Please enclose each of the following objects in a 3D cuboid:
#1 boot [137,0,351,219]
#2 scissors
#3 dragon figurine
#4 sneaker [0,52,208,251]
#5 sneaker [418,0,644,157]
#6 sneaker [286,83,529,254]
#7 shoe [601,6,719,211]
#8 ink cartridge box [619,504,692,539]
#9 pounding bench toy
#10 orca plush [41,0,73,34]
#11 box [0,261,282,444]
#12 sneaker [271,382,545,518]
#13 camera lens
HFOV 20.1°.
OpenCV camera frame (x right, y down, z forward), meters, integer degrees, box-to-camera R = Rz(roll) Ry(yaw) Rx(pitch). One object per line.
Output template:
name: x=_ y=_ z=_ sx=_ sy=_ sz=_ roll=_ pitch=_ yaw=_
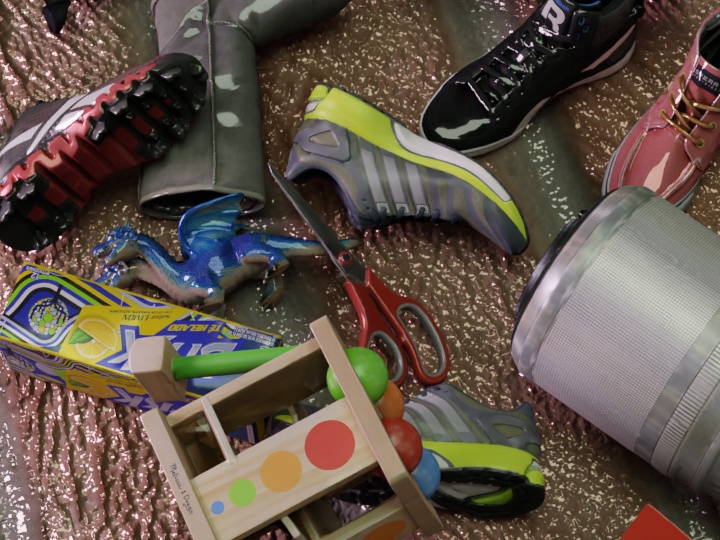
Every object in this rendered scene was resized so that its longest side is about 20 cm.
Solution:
boot: x=-0.086 y=-0.141 z=1.567 sx=0.181 sy=0.073 sz=0.201 roll=-10 pitch=56 yaw=10
scissors: x=0.000 y=0.000 z=1.499 sx=0.073 sy=0.014 sz=0.201 roll=-20 pitch=77 yaw=-25
dragon figurine: x=-0.102 y=-0.018 z=1.510 sx=0.199 sy=0.059 sz=0.100 roll=-26 pitch=67 yaw=-12
sneaker: x=-0.205 y=-0.105 z=1.527 sx=0.200 sy=0.071 sz=0.098 roll=-39 pitch=42 yaw=6
sneaker: x=0.129 y=-0.171 z=1.561 sx=0.199 sy=0.112 sz=0.073 roll=-32 pitch=67 yaw=-16
sneaker: x=0.034 y=-0.058 z=1.523 sx=0.199 sy=0.074 sz=0.081 roll=29 pitch=82 yaw=10
shoe: x=0.251 y=-0.122 z=1.548 sx=0.071 sy=0.091 sz=0.200 roll=32 pitch=67 yaw=15
ink cartridge box: x=0.181 y=0.279 z=1.315 sx=0.160 sy=0.047 sz=0.200 roll=40 pitch=104 yaw=19
pounding bench toy: x=-0.051 y=0.099 z=1.343 sx=0.155 sy=0.124 sz=0.201 roll=-29 pitch=63 yaw=1
orca plush: x=-0.184 y=-0.262 z=1.647 sx=0.200 sy=0.071 sz=0.105 roll=-47 pitch=117 yaw=-16
box: x=-0.157 y=0.060 z=1.464 sx=0.199 sy=0.070 sz=0.065 roll=15 pitch=67 yaw=7
sneaker: x=0.035 y=0.121 z=1.445 sx=0.199 sy=0.074 sz=0.081 roll=10 pitch=49 yaw=2
camera lens: x=0.218 y=0.049 z=1.423 sx=0.200 sy=0.160 sz=0.160 roll=35 pitch=68 yaw=16
